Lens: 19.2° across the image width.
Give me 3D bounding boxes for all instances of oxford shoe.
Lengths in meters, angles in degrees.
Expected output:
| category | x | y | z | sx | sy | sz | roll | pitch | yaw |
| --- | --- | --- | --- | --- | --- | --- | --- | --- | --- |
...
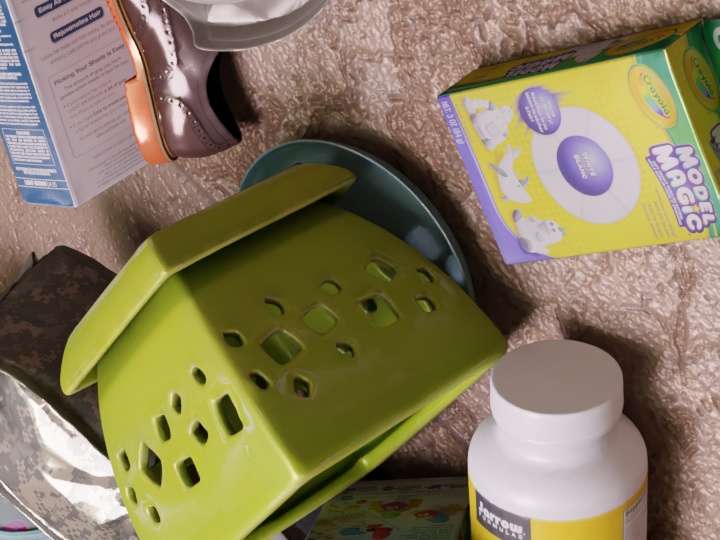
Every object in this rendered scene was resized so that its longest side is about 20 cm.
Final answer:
| category | x | y | z | sx | sy | sz | roll | pitch | yaw |
| --- | --- | --- | --- | --- | --- | --- | --- | --- | --- |
| oxford shoe | -0.122 | -0.170 | 1.395 | 0.072 | 0.071 | 0.201 | -5 | 113 | 13 |

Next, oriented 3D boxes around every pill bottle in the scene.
| category | x | y | z | sx | sy | sz | roll | pitch | yaw |
| --- | --- | --- | --- | --- | --- | --- | --- | --- | --- |
| pill bottle | 0.124 | 0.148 | 1.336 | 0.112 | 0.112 | 0.201 | 19 | 129 | 33 |

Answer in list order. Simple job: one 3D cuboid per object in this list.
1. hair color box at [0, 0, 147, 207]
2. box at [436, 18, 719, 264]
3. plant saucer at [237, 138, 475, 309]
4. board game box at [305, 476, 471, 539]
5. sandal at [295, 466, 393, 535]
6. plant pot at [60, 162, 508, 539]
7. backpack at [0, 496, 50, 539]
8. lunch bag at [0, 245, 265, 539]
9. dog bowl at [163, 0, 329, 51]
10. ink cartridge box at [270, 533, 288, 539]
| category | x | y | z | sx | sy | sz | roll | pitch | yaw |
| --- | --- | --- | --- | --- | --- | --- | --- | --- | --- |
| hair color box | -0.206 | -0.154 | 1.441 | 0.060 | 0.100 | 0.201 | 6 | 121 | 42 |
| box | 0.147 | -0.071 | 1.214 | 0.199 | 0.048 | 0.118 | -10 | 111 | 44 |
| plant saucer | 0.000 | 0.000 | 1.413 | 0.200 | 0.027 | 0.201 | 23 | 130 | 30 |
| board game box | 0.020 | 0.218 | 1.383 | 0.104 | 0.200 | 0.104 | -4 | 104 | 12 |
| sandal | 0.011 | 0.178 | 1.518 | 0.200 | 0.048 | 0.075 | 36 | 136 | 1 |
| plant pot | -0.062 | 0.057 | 1.348 | 0.182 | 0.200 | 0.199 | 54 | 140 | 10 |
| backpack | -0.263 | 0.129 | 1.614 | 0.200 | 0.175 | 0.153 | 58 | 144 | 19 |
| lunch bag | -0.186 | 0.090 | 1.467 | 0.200 | 0.164 | 0.118 | 41 | 126 | -3 |
| dog bowl | -0.093 | -0.231 | 1.274 | 0.199 | 0.059 | 0.201 | 10 | 128 | 13 |
| ink cartridge box | -0.081 | 0.277 | 1.599 | 0.146 | 0.084 | 0.200 | -13 | 124 | 47 |
